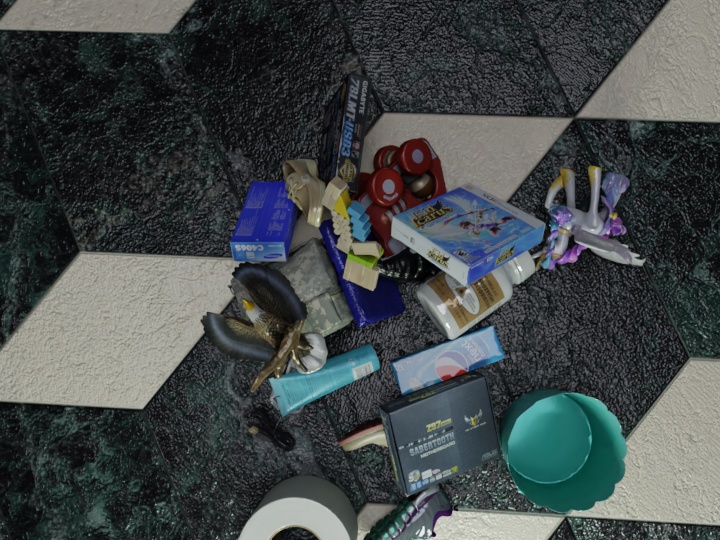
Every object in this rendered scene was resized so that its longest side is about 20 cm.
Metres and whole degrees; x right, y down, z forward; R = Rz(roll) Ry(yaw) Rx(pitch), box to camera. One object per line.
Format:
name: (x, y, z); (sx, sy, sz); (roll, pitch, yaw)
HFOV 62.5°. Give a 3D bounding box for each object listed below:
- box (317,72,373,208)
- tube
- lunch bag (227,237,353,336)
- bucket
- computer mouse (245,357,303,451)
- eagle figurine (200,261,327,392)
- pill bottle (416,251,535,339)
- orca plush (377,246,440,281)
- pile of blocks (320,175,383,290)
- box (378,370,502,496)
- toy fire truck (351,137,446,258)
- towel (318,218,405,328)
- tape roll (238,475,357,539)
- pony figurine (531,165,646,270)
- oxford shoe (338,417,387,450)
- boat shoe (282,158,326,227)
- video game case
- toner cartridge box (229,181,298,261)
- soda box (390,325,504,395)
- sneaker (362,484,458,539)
box: (-0.036, -0.223, 1.066); (0.049, 0.198, 0.202); (8, 85, -15)
tube: (-0.062, 0.196, 1.091); (0.199, 0.050, 0.078); (-21, 99, -12)
lunch bag: (-0.122, 0.050, 1.080); (0.199, 0.139, 0.169); (-25, 91, 2)
bucket: (0.344, 0.306, 1.042); (0.205, 0.135, 0.209); (0, 86, 3)
computer mouse: (-0.130, 0.228, 1.113); (0.109, 0.044, 0.201); (31, 83, -19)
eagle figurine: (-0.156, 0.085, 0.961); (0.151, 0.200, 0.152); (-16, 115, -30)
pill bottle: (0.211, 0.024, 1.077); (0.199, 0.114, 0.115); (-35, 85, -5)
orca plush: (0.109, -0.020, 1.062); (0.199, 0.071, 0.106); (1, 108, -39)
pile of blocks: (0.000, -0.067, 0.964); (0.082, 0.062, 0.201); (4, 126, 29)
box: (0.143, 0.285, 1.051); (0.199, 0.051, 0.159); (-16, 100, -18)
toy fire truck: (0.081, -0.139, 1.102); (0.200, 0.112, 0.168); (-45, 112, -19)
towel: (0.000, 0.000, 1.085); (0.049, 0.147, 0.201); (-28, 80, 35)
tape roll: (-0.106, 0.482, 1.050); (0.201, 0.139, 0.205); (0, 86, 2)
pony figurine: (0.414, -0.081, 1.075); (0.192, 0.166, 0.202); (15, 90, 36)
oxford shoe: (0.059, 0.306, 1.090); (0.198, 0.070, 0.075); (-17, 88, 1)
boat shoe: (-0.104, -0.142, 1.057); (0.064, 0.201, 0.073); (5, 125, -17)
video game case: (0.186, -0.072, 1.032); (0.199, 0.046, 0.181); (-26, 45, -31)
toner cartridge box: (-0.167, -0.093, 1.076); (0.094, 0.201, 0.043); (0, 128, 4)
soda box: (0.158, 0.164, 1.095); (0.199, 0.068, 0.065); (-21, 85, 1)
sneaker: (0.085, 0.476, 1.076); (0.200, 0.074, 0.088); (-43, 90, -1)
